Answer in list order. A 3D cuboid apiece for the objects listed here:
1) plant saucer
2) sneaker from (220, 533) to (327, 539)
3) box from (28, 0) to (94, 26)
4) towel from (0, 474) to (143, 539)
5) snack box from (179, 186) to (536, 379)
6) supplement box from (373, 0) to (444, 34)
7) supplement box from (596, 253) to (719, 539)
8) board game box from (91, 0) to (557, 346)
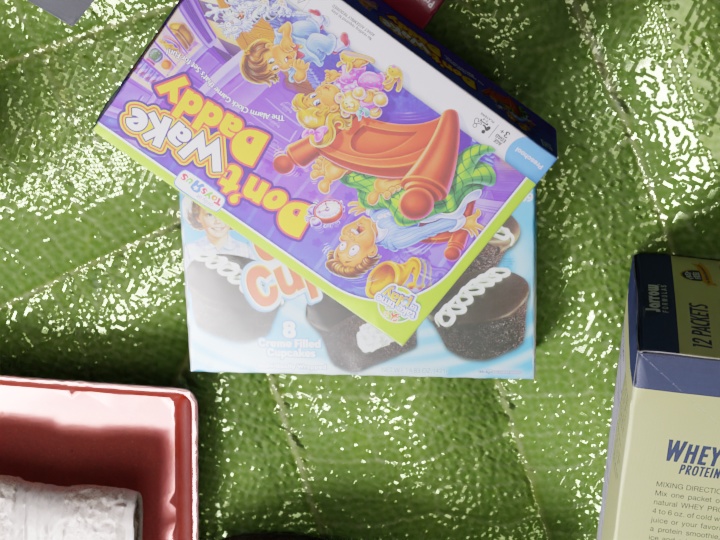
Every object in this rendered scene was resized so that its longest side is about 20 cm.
[{"bbox_3d":[-0.192,0.149,1.160,0.197,0.037,0.202,4,113,5],"label":"plant saucer"},{"bbox_3d":[-0.004,0.216,1.132,0.198,0.073,0.085,13,110,15],"label":"sneaker"},{"bbox_3d":[-0.189,-0.225,0.946,0.199,0.044,0.160,29,141,-19],"label":"box"},{"bbox_3d":[-0.198,0.216,1.151,0.131,0.035,0.202,5,112,4],"label":"towel"},{"bbox_3d":[0.000,0.000,1.076,0.198,0.037,0.117,1,112,7],"label":"snack box"},{"bbox_3d":[-0.013,-0.155,1.003,0.108,0.061,0.201,33,113,-7],"label":"supplement box"},{"bbox_3d":[0.234,0.115,1.042,0.198,0.134,0.202,5,113,5],"label":"supplement box"},{"bbox_3d":[-0.017,-0.072,0.981,0.199,0.045,0.135,34,112,-11],"label":"board game box"}]
